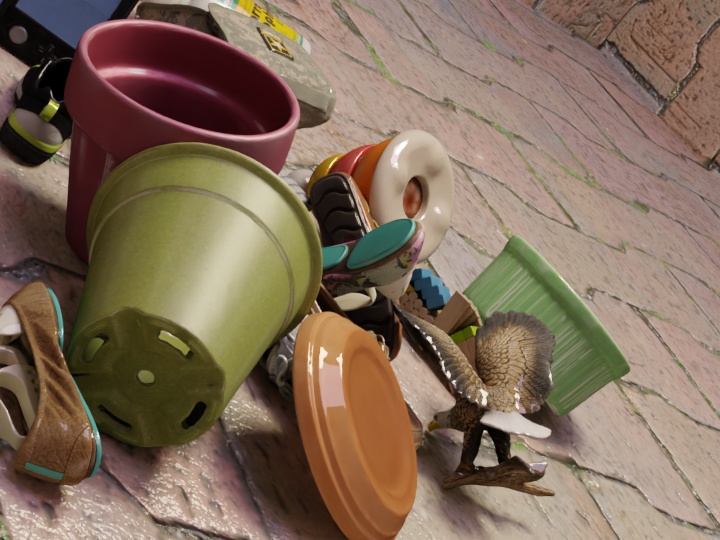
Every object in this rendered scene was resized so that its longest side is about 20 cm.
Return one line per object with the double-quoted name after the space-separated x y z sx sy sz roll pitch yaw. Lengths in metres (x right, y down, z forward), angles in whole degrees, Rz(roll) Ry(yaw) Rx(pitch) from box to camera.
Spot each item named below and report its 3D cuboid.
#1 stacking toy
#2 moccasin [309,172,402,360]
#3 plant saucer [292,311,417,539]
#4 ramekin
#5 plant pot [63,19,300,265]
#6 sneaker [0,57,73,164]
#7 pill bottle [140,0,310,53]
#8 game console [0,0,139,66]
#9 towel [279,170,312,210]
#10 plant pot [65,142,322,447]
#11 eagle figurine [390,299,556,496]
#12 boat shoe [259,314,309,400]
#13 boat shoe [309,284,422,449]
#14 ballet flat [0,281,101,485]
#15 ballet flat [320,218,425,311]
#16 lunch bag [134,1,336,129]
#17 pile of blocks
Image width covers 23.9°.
-0.009 -0.087 1.865 0.199 0.147 0.146 9 -2 37 "stacking toy"
-0.001 0.001 1.735 0.203 0.073 0.078 68 13 19 "moccasin"
0.002 0.129 1.405 0.200 0.037 0.202 -17 90 -72 "plant saucer"
0.201 0.067 1.902 0.200 0.098 0.200 50 -1 1 "ramekin"
-0.172 -0.092 1.469 0.199 0.180 0.200 18 28 -10 "plant pot"
-0.285 -0.166 1.618 0.071 0.083 0.200 33 19 -17 "sneaker"
-0.169 -0.286 2.068 0.199 0.113 0.113 33 19 -17 "pill bottle"
-0.305 -0.284 1.667 0.172 0.200 0.119 35 20 -14 "game console"
-0.153 -0.087 1.694 0.166 0.086 0.200 45 18 11 "towel"
-0.144 0.033 1.313 0.199 0.200 0.190 36 31 -10 "plant pot"
0.111 0.112 1.631 0.152 0.150 0.202 45 38 -62 "eagle figurine"
-0.083 0.061 1.520 0.065 0.075 0.202 -29 68 -31 "boat shoe"
-0.007 0.086 1.596 0.200 0.065 0.071 45 19 16 "boat shoe"
-0.240 0.075 1.206 0.072 0.068 0.201 4 39 -28 "ballet flat"
0.002 0.002 1.644 0.071 0.199 0.069 52 46 -22 "ballet flat"
-0.139 -0.216 1.845 0.199 0.119 0.163 12 -5 45 "lunch bag"
0.092 0.050 1.842 0.200 0.082 0.062 49 21 28 "pile of blocks"
